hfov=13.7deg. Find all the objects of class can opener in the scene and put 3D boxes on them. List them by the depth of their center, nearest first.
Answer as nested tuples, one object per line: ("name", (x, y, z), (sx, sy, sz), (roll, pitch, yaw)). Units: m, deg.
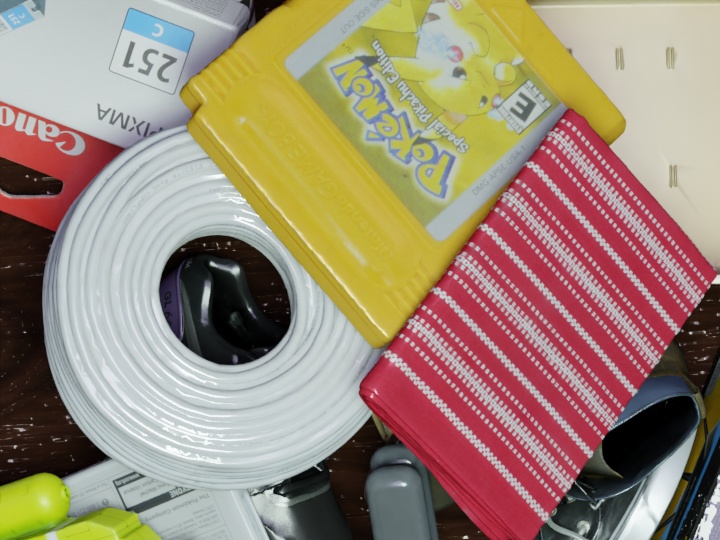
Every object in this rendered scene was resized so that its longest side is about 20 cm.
("can opener", (0.022, 0.195, 1.694), (0.066, 0.053, 0.201), (-2, 115, 5))

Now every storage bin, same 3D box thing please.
("storage bin", (0.156, -0.089, 1.729), (0.199, 0.094, 0.199), (-1, 89, -3))

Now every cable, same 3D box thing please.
("cable", (-0.072, 0.019, 1.630), (0.199, 0.069, 0.201), (16, 77, -9))

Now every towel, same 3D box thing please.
("towel", (0.096, 0.033, 1.618), (0.145, 0.022, 0.200), (46, 72, -29))

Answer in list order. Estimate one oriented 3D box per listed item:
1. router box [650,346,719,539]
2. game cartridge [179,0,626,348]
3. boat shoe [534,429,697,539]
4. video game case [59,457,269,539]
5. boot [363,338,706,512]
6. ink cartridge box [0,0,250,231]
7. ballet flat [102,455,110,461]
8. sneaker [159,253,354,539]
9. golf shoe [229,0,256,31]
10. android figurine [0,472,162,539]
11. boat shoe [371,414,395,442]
("router box", (0.203, 0.136, 1.697), (0.051, 0.149, 0.201), (23, 87, -3))
("game cartridge", (0.023, -0.084, 1.625), (0.200, 0.032, 0.176), (-42, 92, -27))
("boat shoe", (0.122, 0.153, 1.732), (0.068, 0.074, 0.200), (31, 100, -4))
("video game case", (-0.131, 0.200, 1.699), (0.200, 0.023, 0.183), (-23, 93, 21))
("boot", (0.099, 0.094, 1.688), (0.200, 0.097, 0.075), (-33, 120, -4))
("ink cartridge box", (-0.183, -0.101, 1.695), (0.199, 0.045, 0.177), (21, 115, 0))
("ballet flat", (-0.069, 0.171, 1.725), (0.200, 0.063, 0.069), (33, 89, -2))
("sneaker", (-0.057, 0.084, 1.691), (0.088, 0.076, 0.200), (-42, 78, 40))
("golf shoe", (-0.094, -0.139, 1.722), (0.077, 0.088, 0.201), (-7, 90, -5))
("android figurine", (-0.166, 0.204, 1.677), (0.199, 0.041, 0.183), (-20, 93, 23))
("boat shoe", (0.000, 0.000, 1.724), (0.063, 0.073, 0.200), (-28, 91, -18))
